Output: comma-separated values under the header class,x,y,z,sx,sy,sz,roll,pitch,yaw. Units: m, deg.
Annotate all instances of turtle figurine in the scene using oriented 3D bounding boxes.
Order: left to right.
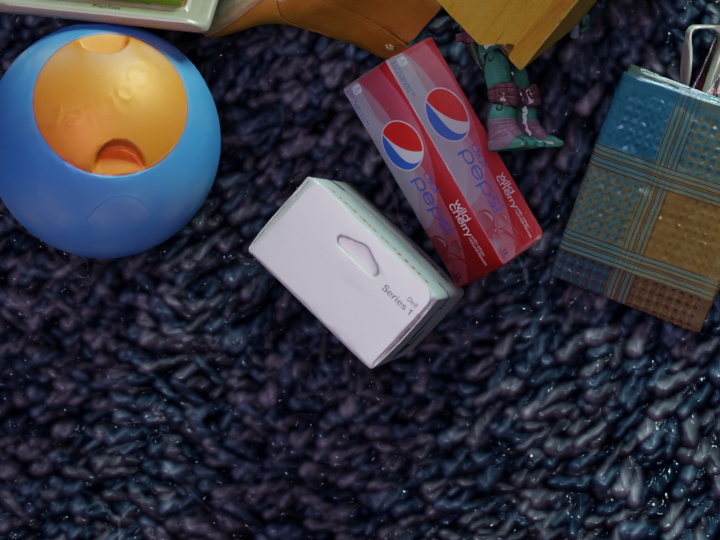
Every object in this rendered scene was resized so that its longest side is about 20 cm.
class,x,y,z,sx,sy,sz,roll,pitch,yaw
turtle figurine,0.133,-0.203,1.701,0.100,0.149,0.201,-2,95,41

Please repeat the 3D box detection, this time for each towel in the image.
class,x,y,z,sx,sy,sz,roll,pitch,yaw
towel,0.260,-0.061,1.699,0.146,0.022,0.201,22,111,8

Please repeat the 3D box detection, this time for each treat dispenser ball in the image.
class,x,y,z,sx,sy,sz,roll,pitch,yaw
treat dispenser ball,-0.219,-0.111,1.704,0.200,0.201,0.202,0,89,8

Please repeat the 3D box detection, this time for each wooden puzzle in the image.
class,x,y,z,sx,sy,sz,roll,pitch,yaw
wooden puzzle,-0.202,-0.281,1.722,0.184,0.037,0.201,6,46,8

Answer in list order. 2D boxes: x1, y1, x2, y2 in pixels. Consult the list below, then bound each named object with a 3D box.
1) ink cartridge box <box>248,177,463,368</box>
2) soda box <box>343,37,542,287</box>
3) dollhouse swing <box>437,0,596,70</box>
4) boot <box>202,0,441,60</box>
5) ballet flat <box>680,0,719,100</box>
class,x,y,z,sx,sy,sz,roll,pitch,yaw
ink cartridge box,0.000,0.000,1.669,0.146,0.200,0.084,44,98,7
soda box,0.072,-0.092,1.705,0.063,0.070,0.201,-29,93,46
dollhouse swing,0.144,-0.310,1.602,0.200,0.176,0.182,46,133,7
boot,-0.033,-0.221,1.740,0.144,0.201,0.071,33,52,-26
ballet flat,0.314,-0.205,1.693,0.071,0.069,0.201,18,95,-11
